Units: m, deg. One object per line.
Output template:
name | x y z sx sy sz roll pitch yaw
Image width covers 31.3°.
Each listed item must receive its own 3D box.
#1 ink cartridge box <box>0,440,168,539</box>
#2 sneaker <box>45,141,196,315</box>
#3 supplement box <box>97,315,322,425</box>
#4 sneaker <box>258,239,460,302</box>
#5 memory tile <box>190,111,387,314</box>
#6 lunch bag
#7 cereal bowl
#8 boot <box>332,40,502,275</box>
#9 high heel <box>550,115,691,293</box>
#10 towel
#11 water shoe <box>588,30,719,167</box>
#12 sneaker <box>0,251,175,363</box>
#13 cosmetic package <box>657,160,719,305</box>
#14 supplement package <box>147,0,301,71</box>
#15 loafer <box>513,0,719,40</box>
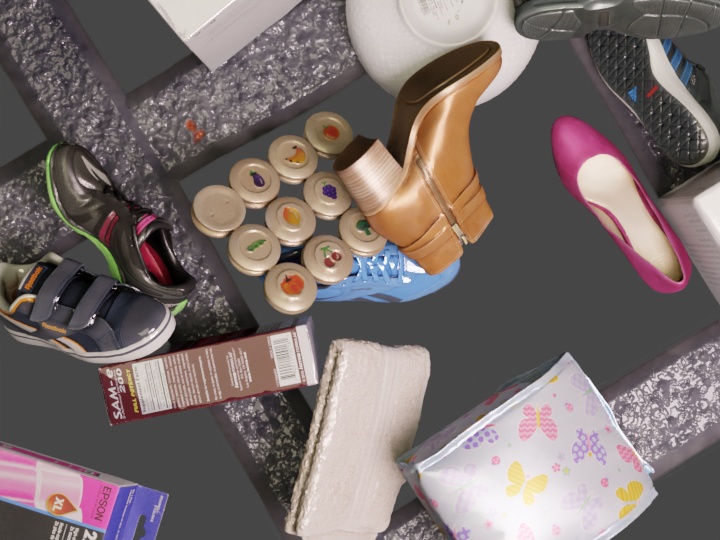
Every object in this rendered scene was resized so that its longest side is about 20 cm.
ink cartridge box | -0.302 0.241 1.284 0.200 0.037 0.095 17 92 -2
sneaker | -0.226 -0.046 1.241 0.084 0.077 0.200 -29 103 37
supplement box | -0.141 0.095 1.240 0.200 0.109 0.061 -11 93 2
sneaker | 0.000 0.000 1.252 0.200 0.078 0.066 -2 90 -1
memory tile | -0.048 -0.060 1.221 0.200 0.017 0.153 -38 80 -30
lunch bag | 0.164 0.198 1.232 0.200 0.127 0.170 -34 91 -8
cereal bowl | 0.083 -0.257 1.239 0.200 0.083 0.200 0 93 -1
boot | 0.086 -0.105 1.209 0.200 0.074 0.155 -42 118 1
high heel | 0.250 -0.065 1.238 0.067 0.096 0.200 -29 92 1
towel | 0.000 0.165 1.238 0.034 0.132 0.200 16 94 42
water shoe | 0.293 -0.187 1.255 0.071 0.079 0.200 -41 70 44
sneaker | -0.272 0.034 1.210 0.200 0.078 0.079 4 137 28
cosmetic package | 0.412 -0.027 1.204 0.167 0.166 0.200 -32 91 2
supplement package | -0.121 -0.308 1.179 0.191 0.200 0.147 -39 91 1
loafer | 0.241 -0.256 1.189 0.200 0.072 0.063 -2 66 -1
